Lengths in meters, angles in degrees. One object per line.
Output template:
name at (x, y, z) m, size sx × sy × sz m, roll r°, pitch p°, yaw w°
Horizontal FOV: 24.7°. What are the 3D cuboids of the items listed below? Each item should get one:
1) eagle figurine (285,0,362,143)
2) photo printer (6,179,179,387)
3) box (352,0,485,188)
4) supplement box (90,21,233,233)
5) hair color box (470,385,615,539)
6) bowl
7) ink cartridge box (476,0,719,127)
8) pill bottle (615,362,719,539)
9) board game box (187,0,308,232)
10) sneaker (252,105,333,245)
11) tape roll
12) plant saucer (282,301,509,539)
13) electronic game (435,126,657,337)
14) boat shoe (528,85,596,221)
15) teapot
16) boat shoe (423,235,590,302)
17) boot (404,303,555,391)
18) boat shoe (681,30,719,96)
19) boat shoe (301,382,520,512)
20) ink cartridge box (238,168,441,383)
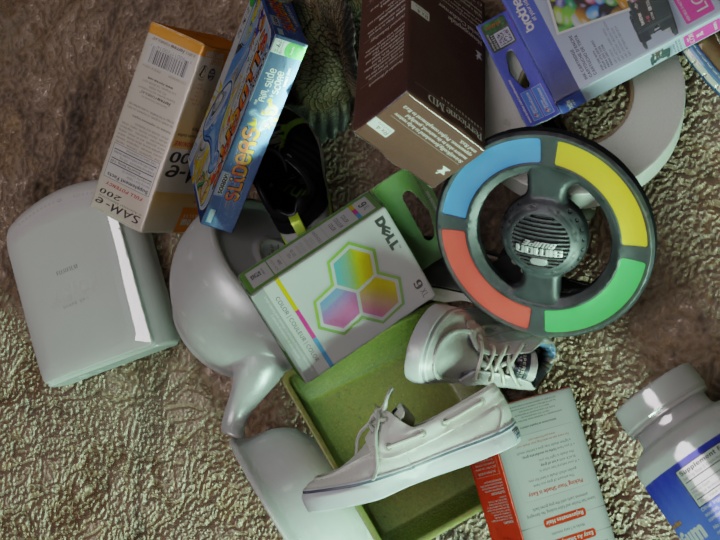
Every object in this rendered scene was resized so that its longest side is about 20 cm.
eagle figurine at (-0.010, -0.222, 1.598) m, size 0.150 × 0.152 × 0.201 m, roll 16°, pitch 93°, yaw 5°
photo printer at (-0.292, 0.007, 1.772) m, size 0.166 × 0.069 × 0.201 m, roll -19°, pitch 82°, yaw 26°
box at (0.054, -0.184, 1.466) m, size 0.075 × 0.100 × 0.201 m, roll -33°, pitch 38°, yaw 36°
supplement box at (-0.186, -0.142, 1.685) m, size 0.073 × 0.126 × 0.201 m, roll 25°, pitch 102°, yaw 23°
hair color box at (0.169, 0.218, 1.518) m, size 0.061 × 0.101 × 0.201 m, roll -30°, pitch 74°, yaw 61°
bowl at (-0.038, 0.226, 1.599) m, size 0.090 × 0.201 × 0.202 m, roll -32°, pitch 75°, yaw -3°
ink cartridge box at (0.208, -0.222, 1.446) m, size 0.199 × 0.042 × 0.120 m, roll -28°, pitch 71°, yaw 12°
pill bottle at (0.313, 0.186, 1.446) m, size 0.112 × 0.112 × 0.201 m, roll -41°, pitch 73°, yaw 21°
board game box at (-0.109, -0.155, 1.554) m, size 0.136 × 0.034 × 0.201 m, roll -111°, pitch 40°, yaw -58°
sneaker at (-0.071, -0.103, 1.578) m, size 0.071 × 0.083 × 0.201 m, roll -28°, pitch 50°, yaw 5°
tape roll at (0.194, -0.154, 1.496) m, size 0.201 × 0.037 × 0.204 m, roll -3°, pitch 71°, yaw 7°
plant saucer at (0.047, 0.154, 1.563) m, size 0.201 × 0.199 × 0.048 m, roll 58°, pitch 150°, yaw 14°
electronic game at (0.162, -0.032, 1.448) m, size 0.199 × 0.042 × 0.201 m, roll 9°, pitch 120°, yaw 17°
boat shoe at (0.169, -0.136, 1.540) m, size 0.057 × 0.067 × 0.201 m, roll -42°, pitch 70°, yaw 26°
teapot at (-0.116, 0.033, 1.630) m, size 0.197 × 0.200 × 0.146 m, roll 46°, pitch 122°, yaw 6°
boat shoe at (0.136, 0.005, 1.558) m, size 0.199 × 0.074 × 0.061 m, roll 9°, pitch 99°, yaw 35°
boot at (0.116, 0.073, 1.495) m, size 0.095 × 0.200 × 0.074 m, roll 16°, pitch 102°, yaw 22°
boat shoe at (0.303, -0.236, 1.469) m, size 0.072 × 0.072 × 0.201 m, roll -36°, pitch 79°, yaw 13°
boat shoe at (0.035, 0.145, 1.451) m, size 0.201 × 0.075 × 0.087 m, roll -20°, pitch 91°, yaw 4°
ink cartridge box at (0.000, 0.000, 1.502) m, size 0.199 × 0.059 × 0.104 m, roll -34°, pitch 115°, yaw -5°
